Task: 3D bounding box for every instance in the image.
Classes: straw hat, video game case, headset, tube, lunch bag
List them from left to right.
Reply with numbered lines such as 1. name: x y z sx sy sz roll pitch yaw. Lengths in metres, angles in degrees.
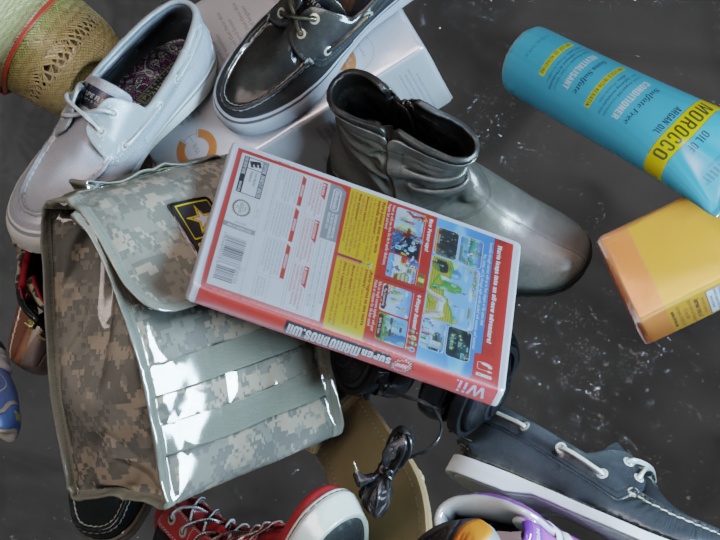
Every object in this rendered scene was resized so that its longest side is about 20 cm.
1. straw hat: -0.213 -0.153 1.487 0.085 0.201 0.202 34 84 -1
2. lunch bag: -0.111 0.029 1.335 0.117 0.163 0.202 -2 101 44
3. video game case: 0.000 0.000 1.304 0.198 0.018 0.144 19 40 -6
4. headset: 0.033 0.071 1.333 0.123 0.200 0.095 20 116 -2
5. tube: 0.181 -0.101 1.390 0.199 0.050 0.078 32 74 36

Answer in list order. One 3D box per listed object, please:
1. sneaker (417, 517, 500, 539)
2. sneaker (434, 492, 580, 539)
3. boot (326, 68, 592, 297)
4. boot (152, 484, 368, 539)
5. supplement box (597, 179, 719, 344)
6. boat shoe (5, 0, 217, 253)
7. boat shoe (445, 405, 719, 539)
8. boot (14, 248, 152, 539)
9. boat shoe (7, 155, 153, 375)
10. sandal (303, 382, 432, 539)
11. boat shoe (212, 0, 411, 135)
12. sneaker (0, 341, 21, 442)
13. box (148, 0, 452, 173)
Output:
1. sneaker: 0.073 0.228 1.283 0.091 0.201 0.076 -13 36 -28
2. sneaker: 0.133 0.195 1.300 0.199 0.114 0.073 19 77 19
3. boot: 0.063 -0.054 1.373 0.199 0.131 0.068 25 73 4
4. boot: -0.075 0.170 1.338 0.072 0.201 0.145 -18 58 -37
5. supplement box: 0.257 -0.028 1.363 0.199 0.069 0.067 -26 68 8
6. boat shoe: -0.165 -0.100 1.362 0.070 0.072 0.201 24 58 23
7. boat shoe: 0.150 0.135 1.333 0.199 0.076 0.061 20 77 22
8. boot: -0.183 0.067 1.404 0.073 0.154 0.205 1 70 21
9. boat shoe: -0.209 -0.021 1.492 0.071 0.076 0.201 10 67 23
10. sandal: 0.017 0.142 1.379 0.078 0.069 0.212 -45 44 16
11. boat shoe: -0.024 -0.172 1.387 0.200 0.057 0.069 -43 68 -1
12. sneaker: -0.326 0.124 1.471 0.199 0.076 0.077 -33 63 5
13. box: -0.057 -0.131 1.466 0.199 0.098 0.125 -31 68 4
